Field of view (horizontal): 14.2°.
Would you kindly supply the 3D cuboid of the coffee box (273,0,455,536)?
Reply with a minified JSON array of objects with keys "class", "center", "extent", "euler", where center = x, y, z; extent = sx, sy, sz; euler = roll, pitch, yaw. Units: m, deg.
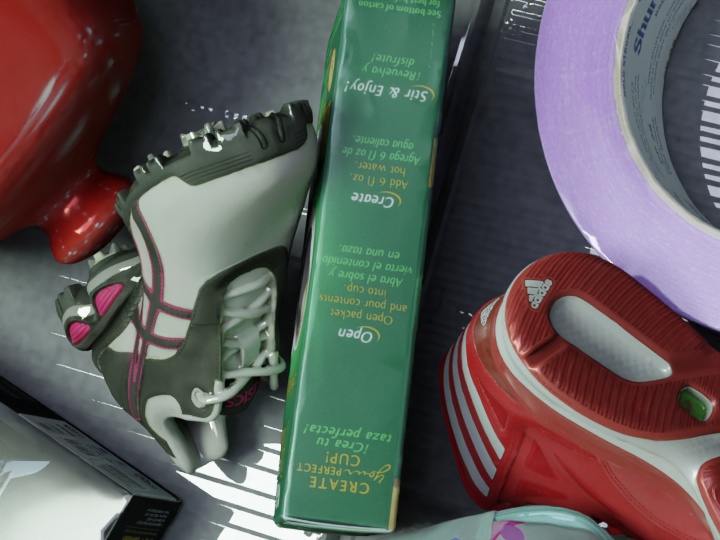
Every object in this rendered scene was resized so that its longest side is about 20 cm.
[{"class":"coffee box","center":[0.000,0.000,1.084],"extent":[0.044,0.123,0.201],"euler":[7,82,-3]}]

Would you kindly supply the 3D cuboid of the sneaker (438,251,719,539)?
[{"class":"sneaker","center":[0.115,0.077,1.068],"extent":[0.200,0.116,0.078],"euler":[44,63,-5]}]

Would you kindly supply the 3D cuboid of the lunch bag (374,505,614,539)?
[{"class":"lunch bag","center":[0.019,0.181,1.050],"extent":[0.200,0.077,0.161],"euler":[-18,109,19]}]

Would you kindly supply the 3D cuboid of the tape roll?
[{"class":"tape roll","center":[0.168,-0.069,1.065],"extent":[0.200,0.066,0.201],"euler":[-3,80,19]}]

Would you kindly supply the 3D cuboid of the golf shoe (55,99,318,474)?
[{"class":"golf shoe","center":[-0.049,0.004,1.081],"extent":[0.077,0.200,0.088],"euler":[-22,74,-26]}]

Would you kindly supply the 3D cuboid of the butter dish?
[{"class":"butter dish","center":[-0.151,-0.063,1.136],"extent":[0.148,0.199,0.200],"euler":[43,98,-4]}]

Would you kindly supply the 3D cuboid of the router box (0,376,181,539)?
[{"class":"router box","center":[-0.196,0.107,1.174],"extent":[0.200,0.052,0.157],"euler":[33,94,21]}]
